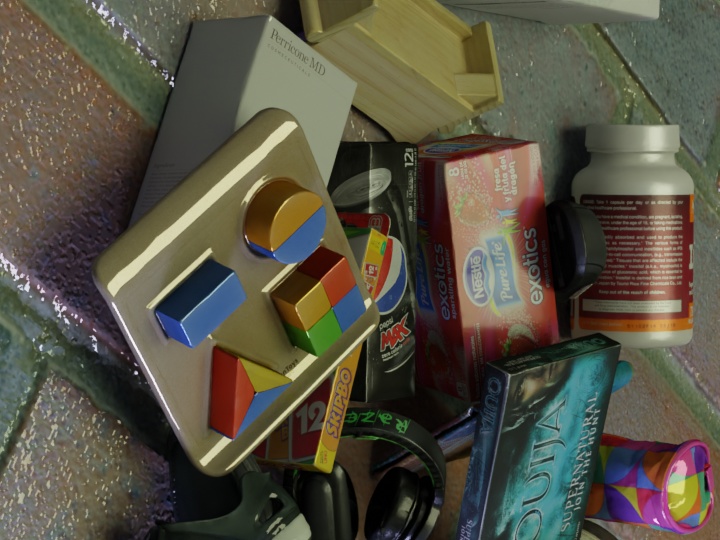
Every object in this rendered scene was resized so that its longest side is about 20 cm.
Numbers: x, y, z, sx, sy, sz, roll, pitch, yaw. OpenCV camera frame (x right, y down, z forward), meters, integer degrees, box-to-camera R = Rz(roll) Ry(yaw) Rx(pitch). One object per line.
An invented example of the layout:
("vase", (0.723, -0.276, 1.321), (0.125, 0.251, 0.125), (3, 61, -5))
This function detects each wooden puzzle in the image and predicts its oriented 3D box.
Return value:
("wooden puzzle", (-0.072, 0.020, 1.429), (0.185, 0.046, 0.200), (-44, 130, -23))

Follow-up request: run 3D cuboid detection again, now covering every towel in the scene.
("towel", (0.119, 0.123, 1.727), (0.200, 0.147, 0.022), (-10, 70, -45))

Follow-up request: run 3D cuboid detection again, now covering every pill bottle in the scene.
("pill bottle", (0.248, -0.033, 1.910), (0.113, 0.113, 0.201), (-5, 96, -52))

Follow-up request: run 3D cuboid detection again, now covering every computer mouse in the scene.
("computer mouse", (0.159, -0.038, 1.738), (0.046, 0.200, 0.141), (-9, 75, -15))

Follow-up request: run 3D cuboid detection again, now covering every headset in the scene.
("headset", (0.002, 0.194, 1.602), (0.094, 0.123, 0.200), (-83, 175, -48))

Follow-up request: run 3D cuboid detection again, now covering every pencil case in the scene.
("pencil case", (0.215, 0.177, 1.820), (0.088, 0.200, 0.089), (-5, 98, -43))

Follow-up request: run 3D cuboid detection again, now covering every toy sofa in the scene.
("toy sofa", (0.020, -0.182, 1.650), (0.200, 0.097, 0.083), (29, 45, -49))

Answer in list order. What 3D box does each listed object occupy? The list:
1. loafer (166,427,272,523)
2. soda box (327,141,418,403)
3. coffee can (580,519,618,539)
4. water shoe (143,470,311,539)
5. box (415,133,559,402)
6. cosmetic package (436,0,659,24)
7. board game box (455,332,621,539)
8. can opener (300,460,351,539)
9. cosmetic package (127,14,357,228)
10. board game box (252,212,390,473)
("loafer", (-0.097, 0.197, 1.512), (0.070, 0.068, 0.201), (-63, 143, -56))
("soda box", (0.000, 0.000, 1.628), (0.063, 0.071, 0.201), (-3, 95, -51))
("coffee can", (0.130, 0.305, 1.753), (0.200, 0.146, 0.147), (-20, 107, -49))
("water shoe", (-0.131, 0.214, 1.451), (0.200, 0.072, 0.079), (-33, 84, -11))
("box", (0.091, -0.004, 1.703), (0.095, 0.100, 0.201), (-13, 104, -27))
("cosmetic package", (0.159, -0.318, 1.775), (0.200, 0.123, 0.200), (-1, 93, -53))
("board game box", (0.136, 0.155, 1.655), (0.135, 0.028, 0.201), (-12, 119, -43))
("can opener", (-0.027, 0.237, 1.565), (0.063, 0.078, 0.201), (-68, 161, -61))
("cosmetic package", (-0.087, -0.070, 1.504), (0.113, 0.081, 0.201), (31, 69, -46))
("board game box", (-0.040, 0.048, 1.559), (0.030, 0.095, 0.201), (33, 66, -47))
